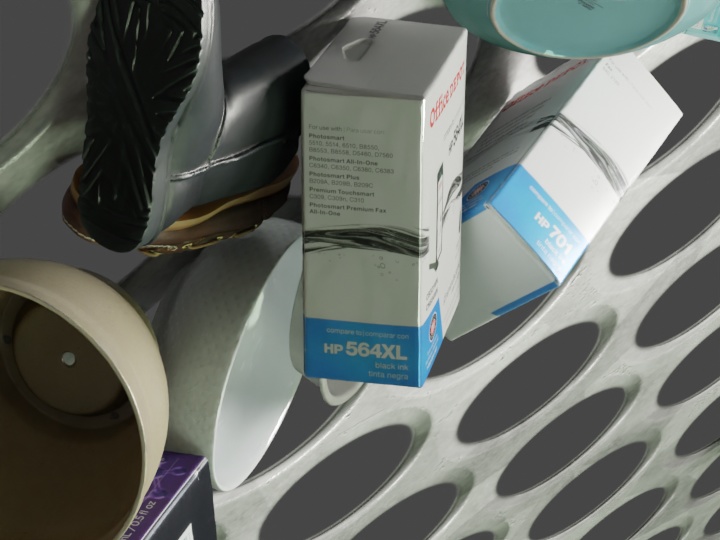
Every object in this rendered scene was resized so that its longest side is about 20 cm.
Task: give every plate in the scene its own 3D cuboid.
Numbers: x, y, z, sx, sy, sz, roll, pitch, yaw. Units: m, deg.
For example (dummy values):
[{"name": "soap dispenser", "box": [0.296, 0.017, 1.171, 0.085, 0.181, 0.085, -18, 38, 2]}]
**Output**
[{"name": "plate", "box": [0.154, -0.188, 1.539, 0.198, 0.026, 0.201, 0, 154, 0]}]

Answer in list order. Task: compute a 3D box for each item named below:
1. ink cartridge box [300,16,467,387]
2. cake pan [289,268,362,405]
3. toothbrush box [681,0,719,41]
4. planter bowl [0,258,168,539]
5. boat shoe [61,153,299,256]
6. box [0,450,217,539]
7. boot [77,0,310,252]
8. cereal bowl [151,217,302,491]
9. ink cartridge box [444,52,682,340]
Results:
[{"name": "ink cartridge box", "box": [0.016, -0.047, 1.478, 0.146, 0.084, 0.202, -61, 155, -62]}, {"name": "cake pan", "box": [0.000, 0.000, 1.678, 0.200, 0.036, 0.202, 20, 90, -75]}, {"name": "toothbrush box", "box": [0.284, -0.228, 1.571, 0.147, 0.198, 0.086, 97, 8, -61]}, {"name": "planter bowl", "box": [-0.205, 0.075, 1.450, 0.201, 0.200, 0.135, -50, -179, 28]}, {"name": "boat shoe", "box": [-0.120, -0.040, 1.480, 0.199, 0.071, 0.071, -11, 144, -49]}, {"name": "box", "box": [-0.215, 0.194, 1.544, 0.148, 0.198, 0.105, -54, 146, -57]}, {"name": "boot", "box": [-0.091, -0.120, 1.373, 0.168, 0.076, 0.201, -34, 144, -52]}, {"name": "cereal bowl", "box": [-0.099, 0.052, 1.626, 0.200, 0.083, 0.202, 19, 90, -77]}, {"name": "ink cartridge box", "box": [0.125, -0.060, 1.657, 0.200, 0.086, 0.146, -50, -168, -35]}]
